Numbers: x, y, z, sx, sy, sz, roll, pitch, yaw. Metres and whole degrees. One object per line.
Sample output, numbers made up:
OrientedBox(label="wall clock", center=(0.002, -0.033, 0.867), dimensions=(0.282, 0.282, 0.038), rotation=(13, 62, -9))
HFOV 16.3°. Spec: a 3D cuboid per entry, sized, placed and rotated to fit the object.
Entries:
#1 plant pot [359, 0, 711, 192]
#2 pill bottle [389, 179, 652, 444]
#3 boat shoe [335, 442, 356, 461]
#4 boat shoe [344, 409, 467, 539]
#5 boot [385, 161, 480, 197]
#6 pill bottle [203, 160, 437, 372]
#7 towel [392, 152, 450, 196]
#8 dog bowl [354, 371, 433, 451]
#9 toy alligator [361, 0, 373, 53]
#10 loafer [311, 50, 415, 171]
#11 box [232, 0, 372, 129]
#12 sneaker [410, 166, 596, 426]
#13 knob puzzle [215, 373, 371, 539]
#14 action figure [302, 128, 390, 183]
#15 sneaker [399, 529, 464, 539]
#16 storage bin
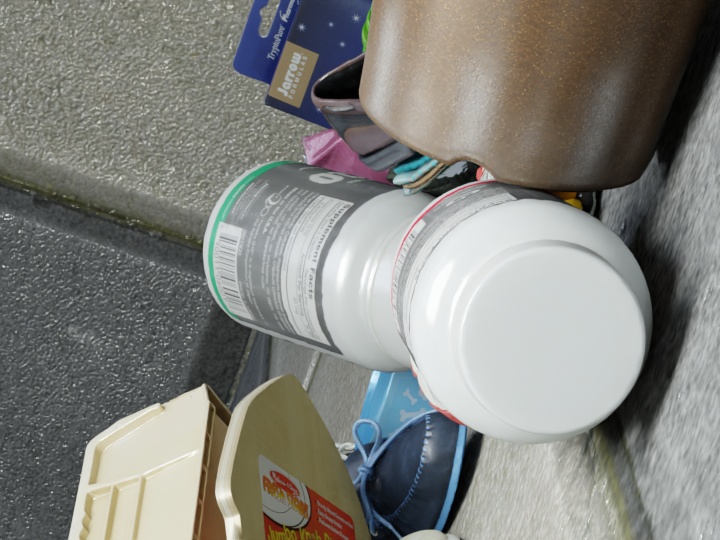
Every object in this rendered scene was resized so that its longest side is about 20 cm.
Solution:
OrientedBox(label="plant pot", center=(0.093, -0.157, 1.211), dimensions=(0.200, 0.199, 0.199), rotation=(-85, 7, -66))
OrientedBox(label="pill bottle", center=(0.074, 0.019, 1.165), dimensions=(0.200, 0.110, 0.111), rotation=(-120, 48, -82))
OrientedBox(label="boat shoe", center=(-0.023, 0.138, 1.715), dimensions=(0.063, 0.072, 0.200), rotation=(-58, -20, -1))
OrientedBox(label="boat shoe", center=(0.015, 0.143, 1.555), dimensions=(0.200, 0.068, 0.085), rotation=(116, 170, -56))
OrientedBox(label="boot", center=(0.095, -0.104, 1.534), dimensions=(0.200, 0.067, 0.131), rotation=(-12, 55, 63))
OrientedBox(label="pill bottle", center=(0.000, 0.000, 1.558), dimensions=(0.200, 0.113, 0.114), rotation=(17, 88, 51))
OrientedBox(label="towel", center=(0.094, -0.134, 1.433), dimensions=(0.200, 0.022, 0.147), rotation=(-37, 23, 56))
OrientedBox(label="dog bowl", center=(0.049, 0.037, 1.656), dimensions=(0.111, 0.049, 0.201), rotation=(-179, 108, -84))
OrientedBox(label="toy alligator", center=(0.023, -0.130, 1.548), dimensions=(0.200, 0.054, 0.059), rotation=(113, -177, -60))
OrientedBox(label="loafer", center=(0.035, -0.114, 1.410), dimensions=(0.200, 0.063, 0.072), rotation=(-35, 24, 56))
OrientedBox(label="box", center=(0.009, -0.153, 1.869), dimensions=(0.032, 0.199, 0.122), rotation=(-70, 2, -53))
OrientedBox(label="sneaker", center=(0.081, -0.011, 1.370), dimensions=(0.082, 0.077, 0.201), rotation=(130, 157, -72))
OrientedBox(label="knob puzzle", center=(-0.040, 0.155, 1.432), dimensions=(0.220, 0.030, 0.221), rotation=(52, -151, -44))
OrientedBox(label="action figure", center=(0.051, -0.088, 1.776), dimensions=(0.200, 0.134, 0.150), rotation=(-26, 82, 45))
OrientedBox(label="sneaker", center=(0.008, 0.176, 1.393), dimensions=(0.200, 0.093, 0.071), rotation=(-120, 48, -82))
OrientedBox(label="storage bin", center=(-0.078, 0.204, 1.481), dimensions=(0.093, 0.200, 0.199), rotation=(-26, 33, 21))
